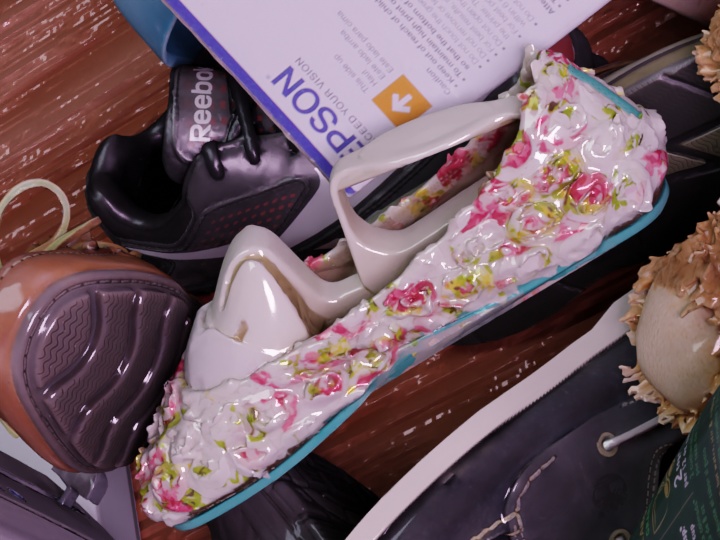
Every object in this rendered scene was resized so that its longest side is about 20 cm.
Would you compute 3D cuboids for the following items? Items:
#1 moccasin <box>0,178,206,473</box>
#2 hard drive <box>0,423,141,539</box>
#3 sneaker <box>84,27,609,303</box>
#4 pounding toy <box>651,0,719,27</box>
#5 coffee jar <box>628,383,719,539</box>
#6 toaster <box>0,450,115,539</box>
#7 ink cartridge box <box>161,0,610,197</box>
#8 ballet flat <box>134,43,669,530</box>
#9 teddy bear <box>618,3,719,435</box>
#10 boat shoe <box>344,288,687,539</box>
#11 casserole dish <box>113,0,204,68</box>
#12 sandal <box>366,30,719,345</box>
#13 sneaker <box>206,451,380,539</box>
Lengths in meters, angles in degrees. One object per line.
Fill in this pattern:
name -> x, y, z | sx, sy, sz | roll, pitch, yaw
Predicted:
moccasin -> -0.089, 0.018, 0.859 | 0.077, 0.201, 0.074 | 29, 96, 9
hard drive -> -0.166, 0.129, 0.996 | 0.200, 0.026, 0.132 | -33, 45, 21
sneaker -> -0.013, -0.044, 0.919 | 0.200, 0.098, 0.071 | -22, 48, 29
pounding toy -> 0.113, -0.197, 0.901 | 0.185, 0.142, 0.200 | -61, 37, 12
coffee jar -> 0.093, 0.114, 0.663 | 0.200, 0.085, 0.105 | 118, 151, -45
toaster -> -0.159, 0.140, 0.873 | 0.113, 0.129, 0.201 | 36, 96, 37
ink cartridge box -> 0.006, -0.151, 0.763 | 0.200, 0.200, 0.041 | -36, 15, 27
ballet flat -> 0.000, 0.000, 0.794 | 0.200, 0.064, 0.076 | -35, 22, 13
teddy bear -> 0.142, -0.038, 0.714 | 0.145, 0.067, 0.201 | -15, 52, 56
boat shoe -> 0.057, 0.069, 0.754 | 0.200, 0.072, 0.068 | -35, 68, -22
casserole dish -> -0.044, -0.132, 0.956 | 0.039, 0.200, 0.122 | 33, 96, 5
sandal -> 0.079, -0.037, 0.848 | 0.200, 0.080, 0.058 | -21, 36, 32
sneaker -> -0.019, 0.119, 0.835 | 0.091, 0.076, 0.200 | -51, 39, 11
